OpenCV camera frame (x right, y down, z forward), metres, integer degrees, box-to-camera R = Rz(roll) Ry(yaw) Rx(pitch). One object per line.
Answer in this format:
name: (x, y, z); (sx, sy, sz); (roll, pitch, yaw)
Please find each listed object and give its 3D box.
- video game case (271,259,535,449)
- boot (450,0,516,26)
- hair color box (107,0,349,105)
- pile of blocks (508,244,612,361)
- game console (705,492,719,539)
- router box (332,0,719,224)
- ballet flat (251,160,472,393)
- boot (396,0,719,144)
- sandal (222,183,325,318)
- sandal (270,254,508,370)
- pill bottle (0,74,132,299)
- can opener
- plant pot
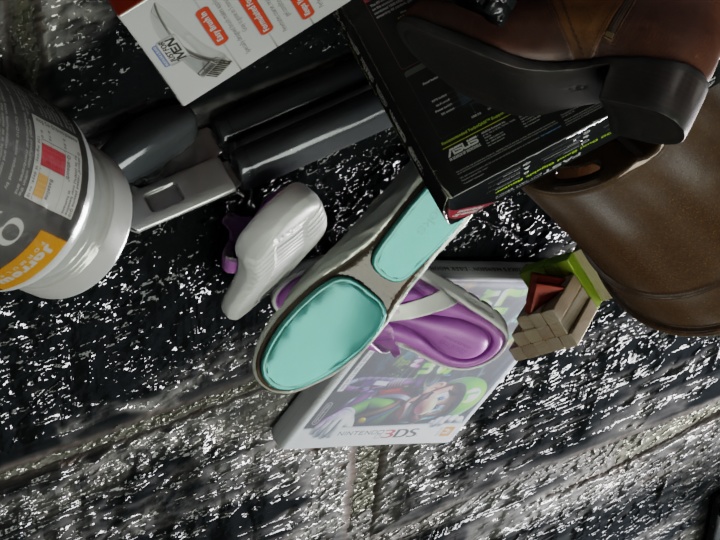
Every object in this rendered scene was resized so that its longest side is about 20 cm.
video game case: (0.052, 0.065, 1.982); (0.181, 0.023, 0.200); (0, 138, -42)
boot: (0.096, -0.216, 1.462); (0.198, 0.073, 0.163); (23, 87, -59)
hair color box: (-0.046, -0.190, 1.470); (0.199, 0.064, 0.111); (-33, 151, 1)
pile of blocks: (0.171, -0.020, 1.925); (0.200, 0.082, 0.062); (-42, 112, -23)
game console: (0.444, 0.234, 2.494); (0.199, 0.117, 0.176); (-22, 149, -13)
router box: (0.102, -0.141, 1.578); (0.199, 0.151, 0.062); (-27, 166, -5)
ballet flat: (0.000, 0.000, 1.773); (0.200, 0.069, 0.069); (-47, 148, 5)
boot: (0.136, -0.187, 1.524); (0.069, 0.187, 0.201); (59, 48, -59)
sandal: (-0.062, -0.025, 1.694); (0.082, 0.050, 0.203); (-40, 174, -17)
sandal: (0.030, 0.035, 1.853); (0.202, 0.050, 0.083); (15, 130, -34)
pill bottle: (-0.220, -0.054, 1.467); (0.116, 0.117, 0.200); (-38, 149, 15)
can opener: (-0.070, -0.086, 1.616); (0.199, 0.054, 0.067); (-25, 151, -12)
plant pot: (0.194, -0.083, 1.730); (0.200, 0.201, 0.198); (-39, 142, 15)
